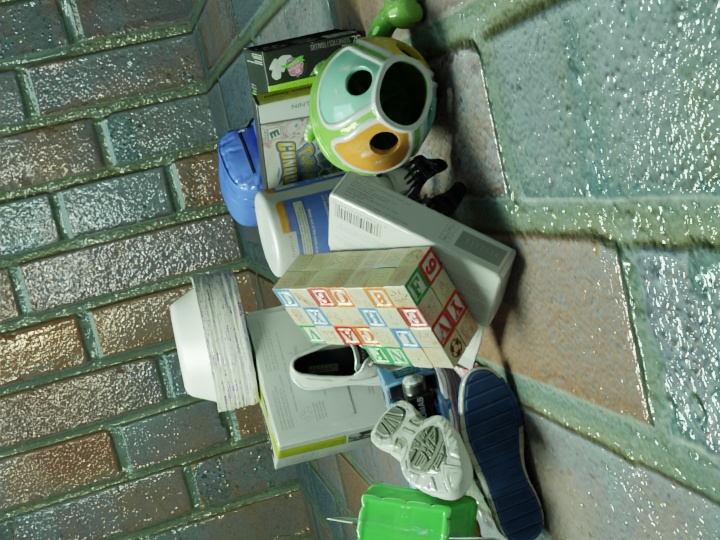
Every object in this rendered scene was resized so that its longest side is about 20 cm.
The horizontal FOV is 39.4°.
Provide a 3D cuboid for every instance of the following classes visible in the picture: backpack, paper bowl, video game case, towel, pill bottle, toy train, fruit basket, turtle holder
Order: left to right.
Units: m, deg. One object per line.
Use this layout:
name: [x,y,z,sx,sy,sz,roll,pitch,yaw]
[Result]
paper bowl: [-0.217,0.106,1.470,0.201,0.103,0.203,169,90,-80]
backpack: [-0.134,-0.177,1.630,0.169,0.198,0.163,90,162,-48]
video game case: [-0.042,-0.154,1.299,0.026,0.179,0.202,-117,18,-45]
pill bottle: [-0.027,-0.068,1.285,0.112,0.198,0.114,166,90,-77]
turtle holder: [0.030,-0.197,1.103,0.141,0.186,0.131,44,162,-16]
toy train: [0.081,0.211,1.286,0.114,0.086,0.202,-116,11,-68]
fruit basket: [0.077,0.307,1.159,0.200,0.183,0.095,48,-131,-62]
towel: [0.127,0.178,1.273,0.200,0.030,0.148,-162,58,-75]

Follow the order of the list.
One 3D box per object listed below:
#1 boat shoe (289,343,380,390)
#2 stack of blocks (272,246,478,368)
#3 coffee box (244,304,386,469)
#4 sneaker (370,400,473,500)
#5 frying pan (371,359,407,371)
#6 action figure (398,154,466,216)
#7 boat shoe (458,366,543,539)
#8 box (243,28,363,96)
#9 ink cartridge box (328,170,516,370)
boat shoe: [0.001,0.122,1.360,0.065,0.197,0.074,83,171,-74]
stack of blocks: [0.013,0.040,1.078,0.198,0.059,0.116,-1,132,44]
coffee box: [-0.054,0.162,1.493,0.198,0.197,0.202,108,148,-70]
sneaker: [0.089,0.211,1.125,0.099,0.078,0.200,41,178,-20]
frying pan: [0.061,0.099,1.285,0.031,0.114,0.190,67,168,-1]
action figure: [0.059,-0.047,1.169,0.120,0.101,0.201,58,160,21]
boat shoe: [0.145,0.205,1.128,0.072,0.071,0.203,-176,72,-78]
box: [-0.063,-0.219,1.393,0.124,0.147,0.203,-141,39,-66]
ink cartridge box: [0.057,0.002,1.084,0.198,0.045,0.177,27,147,15]
